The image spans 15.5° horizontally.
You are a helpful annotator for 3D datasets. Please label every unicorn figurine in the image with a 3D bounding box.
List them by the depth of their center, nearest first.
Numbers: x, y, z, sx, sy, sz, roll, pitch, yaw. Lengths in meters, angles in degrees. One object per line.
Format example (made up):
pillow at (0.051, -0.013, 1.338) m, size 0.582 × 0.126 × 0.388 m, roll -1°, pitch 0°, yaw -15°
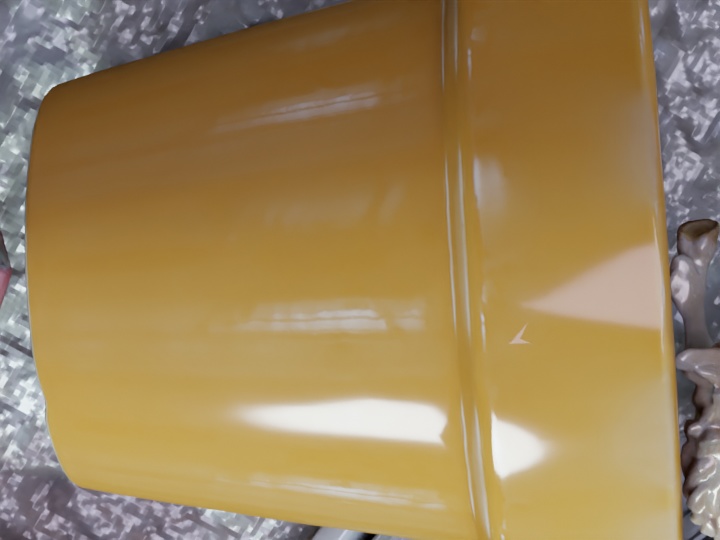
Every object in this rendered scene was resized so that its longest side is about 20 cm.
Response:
unicorn figurine at (0.161, 0.028, 0.880) m, size 0.200 × 0.074 × 0.138 m, roll -26°, pitch 117°, yaw -33°

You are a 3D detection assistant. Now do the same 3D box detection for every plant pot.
plant pot at (0.000, 0.000, 0.804) m, size 0.183 × 0.200 × 0.200 m, roll -4°, pitch 103°, yaw 5°

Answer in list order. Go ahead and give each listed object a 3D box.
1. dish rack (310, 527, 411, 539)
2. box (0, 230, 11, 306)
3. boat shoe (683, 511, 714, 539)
dish rack at (0.027, 0.173, 0.868) m, size 0.172 × 0.044 × 0.200 m, roll 35°, pitch 85°, yaw 26°
box at (-0.190, 0.063, 0.800) m, size 0.109 × 0.128 × 0.200 m, roll 17°, pitch 99°, yaw -15°
boat shoe at (0.103, 0.145, 0.909) m, size 0.200 × 0.066 × 0.070 m, roll -35°, pitch 106°, yaw -2°
